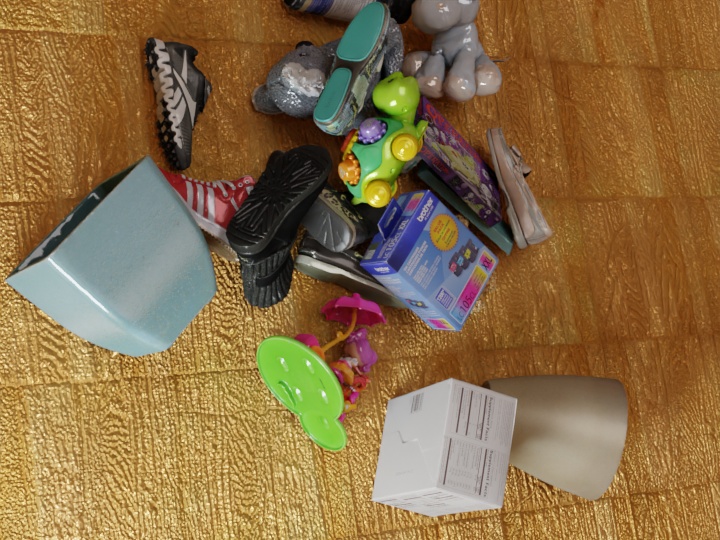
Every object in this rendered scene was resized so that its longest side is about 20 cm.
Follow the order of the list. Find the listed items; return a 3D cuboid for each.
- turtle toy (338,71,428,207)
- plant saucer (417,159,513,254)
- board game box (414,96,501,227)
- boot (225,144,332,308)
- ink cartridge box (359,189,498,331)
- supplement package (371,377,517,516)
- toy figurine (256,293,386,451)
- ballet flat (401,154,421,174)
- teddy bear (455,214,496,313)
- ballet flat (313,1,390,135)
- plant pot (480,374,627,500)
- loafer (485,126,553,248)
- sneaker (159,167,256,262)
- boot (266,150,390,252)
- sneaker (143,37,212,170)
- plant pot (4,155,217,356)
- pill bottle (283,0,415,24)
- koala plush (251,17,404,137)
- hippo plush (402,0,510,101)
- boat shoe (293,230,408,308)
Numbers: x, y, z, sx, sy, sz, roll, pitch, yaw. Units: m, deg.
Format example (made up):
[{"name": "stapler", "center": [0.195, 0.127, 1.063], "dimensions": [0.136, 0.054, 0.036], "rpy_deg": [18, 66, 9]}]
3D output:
[{"name": "turtle toy", "center": [0.033, -0.184, 1.675], "dimensions": [0.101, 0.146, 0.201], "rpy_deg": [30, 101, 1]}, {"name": "plant saucer", "center": [0.173, -0.108, 1.874], "dimensions": [0.200, 0.019, 0.070], "rpy_deg": [40, 27, -11]}, {"name": "board game box", "center": [0.152, -0.170, 1.833], "dimensions": [0.200, 0.032, 0.121], "rpy_deg": [42, 27, -31]}, {"name": "boot", "center": [-0.108, -0.063, 1.659], "dimensions": [0.079, 0.158, 0.211], "rpy_deg": [30, 66, 27]}, {"name": "ink cartridge box", "center": [0.092, -0.023, 1.710], "dimensions": [0.200, 0.076, 0.137], "rpy_deg": [41, 67, -24]}, {"name": "supplement package", "center": [0.117, 0.255, 1.660], "dimensions": [0.110, 0.200, 0.157], "rpy_deg": [19, 68, -20]}, {"name": "toy figurine", "center": [-0.026, 0.125, 1.682], "dimensions": [0.184, 0.149, 0.201], "rpy_deg": [-44, 119, -38]}, {"name": "ballet flat", "center": [0.056, -0.254, 1.849], "dimensions": [0.071, 0.072, 0.202], "rpy_deg": [-13, 82, -28]}, {"name": "teddy bear", "center": [0.138, -0.024, 1.825], "dimensions": [0.145, 0.067, 0.201], "rpy_deg": [-32, 92, -32]}, {"name": "ballet flat", "center": [-0.006, -0.282, 1.656], "dimensions": [0.074, 0.074, 0.201], "rpy_deg": [29, 83, -16]}, {"name": "plant pot", "center": [0.276, 0.233, 1.774], "dimensions": [0.198, 0.187, 0.189], "rpy_deg": [15, 69, -7]}, {"name": "loafer", "center": [0.256, -0.139, 1.885], "dimensions": [0.062, 0.072, 0.202], "rpy_deg": [-16, 87, 12]}, {"name": "sneaker", "center": [-0.224, -0.114, 1.668], "dimensions": [0.200, 0.071, 0.113], "rpy_deg": [40, 66, -20]}, {"name": "boot", "center": [-0.037, -0.109, 1.753], "dimensions": [0.150, 0.074, 0.200], "rpy_deg": [-10, 45, -48]}, {"name": "sneaker", "center": [-0.253, -0.244, 1.693], "dimensions": [0.090, 0.066, 0.202], "rpy_deg": [-6, 77, -25]}, {"name": "plant pot", "center": [-0.307, 0.004, 1.534], "dimensions": [0.200, 0.196, 0.196], "rpy_deg": [48, 61, -16]}, {"name": "pill bottle", "center": [-0.016, -0.449, 1.841], "dimensions": [0.198, 0.112, 0.113], "rpy_deg": [6, 73, -25]}, {"name": "koala plush", "center": [-0.052, -0.275, 1.746], "dimensions": [0.199, 0.177, 0.186], "rpy_deg": [-5, 88, -31]}, {"name": "hippo plush", "center": [0.161, -0.374, 1.850], "dimensions": [0.199, 0.159, 0.162], "rpy_deg": [-25, 131, -27]}, {"name": "boat shoe", "center": [0.000, 0.000, 1.747], "dimensions": [0.200, 0.072, 0.061], "rpy_deg": [23, 71, -16]}]
